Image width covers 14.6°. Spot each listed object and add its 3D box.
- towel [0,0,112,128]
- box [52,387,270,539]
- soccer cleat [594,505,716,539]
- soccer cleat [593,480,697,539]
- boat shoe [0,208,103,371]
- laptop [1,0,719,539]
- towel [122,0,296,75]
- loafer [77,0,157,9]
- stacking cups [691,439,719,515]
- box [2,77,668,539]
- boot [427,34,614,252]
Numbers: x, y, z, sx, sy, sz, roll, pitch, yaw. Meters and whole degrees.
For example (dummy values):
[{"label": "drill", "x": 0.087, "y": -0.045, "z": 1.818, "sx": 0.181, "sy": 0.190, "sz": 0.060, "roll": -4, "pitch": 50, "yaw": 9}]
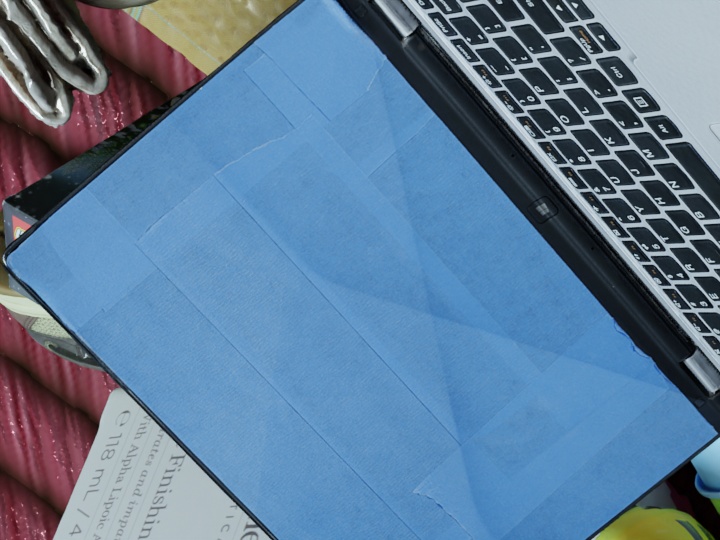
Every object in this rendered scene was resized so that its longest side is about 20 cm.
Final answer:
[{"label": "towel", "x": -0.141, "y": -0.120, "z": 0.967, "sx": 0.034, "sy": 0.200, "sz": 0.133, "roll": -37, "pitch": 105, "yaw": 1}, {"label": "box", "x": -0.026, "y": 0.173, "z": 1.051, "sx": 0.130, "sy": 0.200, "sz": 0.200, "roll": -6, "pitch": 139, "yaw": 36}, {"label": "soccer cleat", "x": 0.133, "y": 0.148, "z": 1.012, "sx": 0.084, "sy": 0.065, "sz": 0.200, "roll": 38, "pitch": 170, "yaw": 40}, {"label": "soccer cleat", "x": 0.069, "y": 0.075, "z": 1.025, "sx": 0.069, "sy": 0.086, "sz": 0.201, "roll": 0, "pitch": 125, "yaw": 34}, {"label": "boat shoe", "x": -0.049, "y": 0.012, "z": 1.078, "sx": 0.199, "sy": 0.074, "sz": 0.065, "roll": 12, "pitch": 150, "yaw": 23}, {"label": "laptop", "x": 0.043, "y": 0.015, "z": 0.745, "sx": 0.187, "sy": 0.116, "sz": 0.200, "roll": 47, "pitch": 155, "yaw": -23}, {"label": "towel", "x": -0.015, "y": -0.108, "z": 0.990, "sx": 0.200, "sy": 0.022, "sz": 0.147, "roll": 38, "pitch": 134, "yaw": 6}, {"label": "loafer", "x": -0.114, "y": -0.168, "z": 0.952, "sx": 0.075, "sy": 0.068, "sz": 0.201, "roll": -29, "pitch": 77, "yaw": 4}, {"label": "stacking cups", "x": 0.131, "y": 0.050, "z": 0.984, "sx": 0.060, "sy": 0.061, "sz": 0.201, "roll": -18, "pitch": 112, "yaw": 41}, {"label": "box", "x": 0.000, "y": 0.000, "z": 0.923, "sx": 0.199, "sy": 0.136, "sz": 0.038, "roll": 28, "pitch": 136, "yaw": 31}, {"label": "boot", "x": 0.056, "y": -0.098, "z": 0.882, "sx": 0.077, "sy": 0.138, "sz": 0.201, "roll": -11, "pitch": 96, "yaw": 38}]
